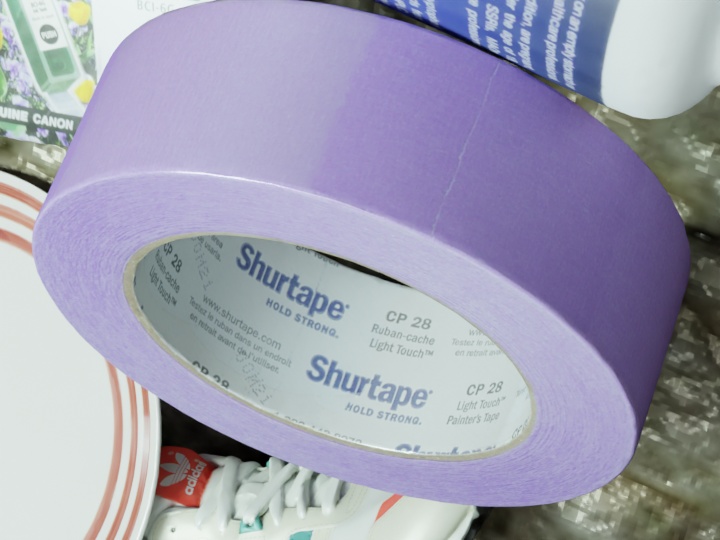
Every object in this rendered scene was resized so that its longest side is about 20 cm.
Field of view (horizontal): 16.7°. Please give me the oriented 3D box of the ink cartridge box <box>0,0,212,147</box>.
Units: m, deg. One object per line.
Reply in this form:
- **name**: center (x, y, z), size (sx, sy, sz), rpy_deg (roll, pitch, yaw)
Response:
- **ink cartridge box**: center (-0.085, -0.137, 0.816), size (0.109, 0.050, 0.200), rpy_deg (11, 120, 23)

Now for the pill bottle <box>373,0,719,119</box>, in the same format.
- **pill bottle**: center (0.070, -0.113, 0.704), size (0.200, 0.120, 0.120), rpy_deg (26, 125, 15)

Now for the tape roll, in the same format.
- **tape roll**: center (0.000, 0.000, 0.775), size (0.200, 0.066, 0.200), rpy_deg (17, 154, 9)

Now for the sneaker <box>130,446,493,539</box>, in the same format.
- **sneaker**: center (-0.037, 0.099, 0.902), size (0.093, 0.070, 0.200), rpy_deg (47, 130, -9)

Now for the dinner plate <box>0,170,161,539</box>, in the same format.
- **dinner plate**: center (-0.156, 0.059, 0.941), size (0.200, 0.024, 0.201), rpy_deg (0, 89, 28)
